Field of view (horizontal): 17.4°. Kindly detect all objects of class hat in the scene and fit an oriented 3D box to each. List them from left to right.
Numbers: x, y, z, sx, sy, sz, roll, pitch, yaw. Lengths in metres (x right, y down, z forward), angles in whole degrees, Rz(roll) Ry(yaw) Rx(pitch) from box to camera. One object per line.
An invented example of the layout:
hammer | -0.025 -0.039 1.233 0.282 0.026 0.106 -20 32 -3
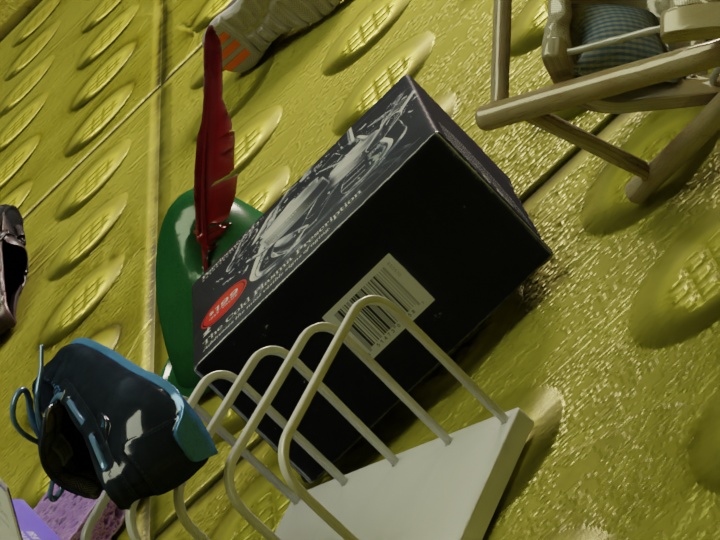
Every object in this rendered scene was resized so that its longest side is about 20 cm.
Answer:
hat | -0.135 -0.034 1.694 0.200 0.176 0.165 -53 19 -18

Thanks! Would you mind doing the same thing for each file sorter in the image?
file sorter | -0.036 0.118 1.251 0.200 0.124 0.139 -27 26 47

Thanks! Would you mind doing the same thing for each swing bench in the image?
swing bench | 0.175 -0.176 1.280 0.200 0.129 0.200 -28 50 45

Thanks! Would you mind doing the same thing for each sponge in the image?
sponge | -0.224 0.208 1.627 0.200 0.030 0.111 -54 20 -23

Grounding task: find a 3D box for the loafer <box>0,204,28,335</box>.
loafer | -0.343 0.003 2.276 0.063 0.072 0.201 -18 34 18

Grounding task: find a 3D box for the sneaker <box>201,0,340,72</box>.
sneaker | -0.069 -0.274 2.205 0.200 0.078 0.112 -29 26 42

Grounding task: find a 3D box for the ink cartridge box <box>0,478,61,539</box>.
ink cartridge box | -0.179 0.194 1.321 0.043 0.201 0.198 -14 10 -18

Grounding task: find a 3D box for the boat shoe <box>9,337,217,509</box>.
boat shoe | -0.144 0.080 1.233 0.069 0.084 0.200 -38 12 -17

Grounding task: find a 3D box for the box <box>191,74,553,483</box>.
box | 0.000 0.000 1.428 0.200 0.104 0.182 -44 13 7
